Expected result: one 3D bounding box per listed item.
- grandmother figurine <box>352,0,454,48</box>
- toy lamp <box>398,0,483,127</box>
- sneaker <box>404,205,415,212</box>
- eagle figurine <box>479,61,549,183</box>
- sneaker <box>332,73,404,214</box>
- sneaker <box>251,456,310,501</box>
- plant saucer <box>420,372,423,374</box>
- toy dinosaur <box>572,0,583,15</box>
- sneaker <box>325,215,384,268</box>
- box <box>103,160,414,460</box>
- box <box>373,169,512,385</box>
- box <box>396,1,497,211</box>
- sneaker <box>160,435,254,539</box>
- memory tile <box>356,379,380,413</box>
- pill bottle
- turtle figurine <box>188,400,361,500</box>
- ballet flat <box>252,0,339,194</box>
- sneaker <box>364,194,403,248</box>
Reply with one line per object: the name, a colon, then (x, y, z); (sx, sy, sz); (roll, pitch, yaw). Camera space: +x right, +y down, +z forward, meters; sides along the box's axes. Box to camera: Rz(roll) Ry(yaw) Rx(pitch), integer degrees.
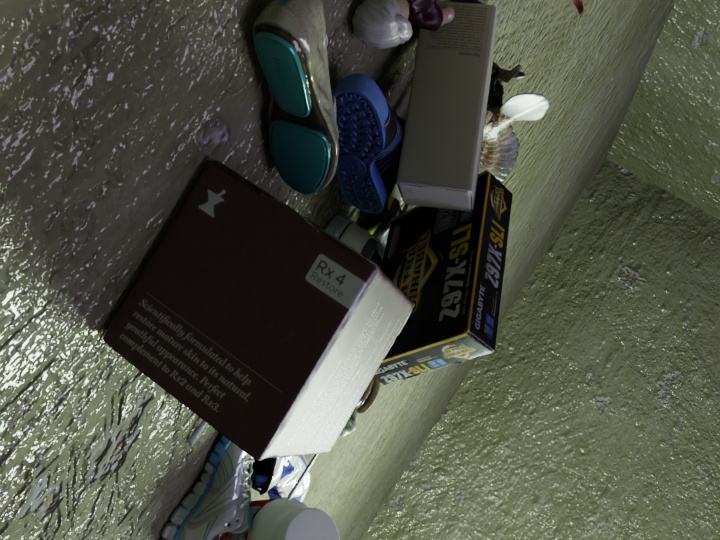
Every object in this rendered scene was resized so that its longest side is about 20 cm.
grandmother figurine: (0.063, -0.276, 0.739); (0.201, 0.060, 0.122); (-50, 135, -20)
toy lamp: (0.085, -0.208, 0.916); (0.203, 0.057, 0.058); (-60, 164, 0)
sneaker: (0.140, -0.130, 1.165); (0.203, 0.084, 0.077); (-63, 164, 12)
eagle figurine: (0.131, -0.167, 1.010); (0.151, 0.149, 0.204); (-95, -151, -83)
sneaker: (0.009, -0.140, 0.803); (0.201, 0.069, 0.079); (85, 26, -64)
sneaker: (-0.126, 0.263, 1.084); (0.115, 0.080, 0.203); (-38, 147, -42)
plant saucer: (0.094, 0.035, 0.921); (0.199, 0.050, 0.203); (-38, -147, 30)
toy dinosaur: (0.192, -0.344, 0.857); (0.182, 0.195, 0.108); (-113, -148, -71)
sneaker: (0.000, 0.000, 0.993); (0.074, 0.070, 0.200); (-56, 164, -7)
box: (-0.072, 0.042, 0.682); (0.166, 0.164, 0.200); (-57, 163, -2)
box: (0.082, 0.009, 0.866); (0.158, 0.049, 0.204); (-22, -136, 43)
box: (0.092, -0.170, 0.833); (0.068, 0.080, 0.205); (56, 43, -74)
sneaker: (-0.154, 0.267, 0.973); (0.203, 0.086, 0.075); (-60, 162, -2)
memory tile: (-0.006, 0.107, 1.034); (0.153, 0.017, 0.203); (-38, -152, 46)
pill bottle: (-0.117, 0.350, 1.021); (0.198, 0.113, 0.112); (-22, -163, 48)
turtle figurine: (-0.068, 0.114, 0.843); (0.196, 0.143, 0.199); (-11, 116, -30)
ballet flat: (-0.041, -0.139, 0.646); (0.201, 0.066, 0.063); (90, 26, -61)
sneaker: (0.056, -0.040, 1.075); (0.075, 0.080, 0.200); (-57, 164, -5)
